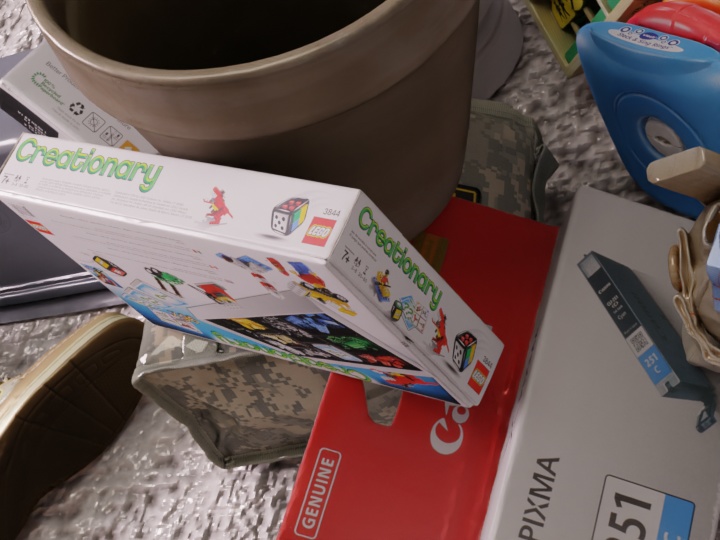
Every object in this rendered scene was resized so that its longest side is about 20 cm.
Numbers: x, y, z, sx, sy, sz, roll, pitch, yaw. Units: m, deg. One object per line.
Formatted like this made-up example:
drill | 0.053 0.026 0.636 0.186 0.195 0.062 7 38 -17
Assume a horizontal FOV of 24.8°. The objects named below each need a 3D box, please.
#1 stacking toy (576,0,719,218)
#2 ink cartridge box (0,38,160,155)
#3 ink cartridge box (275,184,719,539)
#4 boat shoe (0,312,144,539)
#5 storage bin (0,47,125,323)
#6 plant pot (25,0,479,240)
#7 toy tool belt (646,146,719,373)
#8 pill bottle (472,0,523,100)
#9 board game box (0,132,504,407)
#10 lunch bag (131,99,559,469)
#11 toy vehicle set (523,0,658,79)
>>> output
stacking toy | 0.213 -0.125 0.808 0.200 0.110 0.116 -42 38 -17
ink cartridge box | -0.108 -0.136 0.953 0.095 0.037 0.200 38 65 7
ink cartridge box | 0.075 0.053 0.719 0.175 0.045 0.201 17 60 1
boat shoe | -0.201 0.095 0.933 0.200 0.074 0.066 -47 48 -7
storage bin | -0.209 -0.068 1.031 0.199 0.134 0.146 -8 52 30
plant pot | -0.027 -0.100 0.728 0.199 0.174 0.201 -8 52 10
toy tool belt | 0.220 -0.008 0.646 0.199 0.123 0.125 2 59 22
pill bottle | 0.008 -0.181 0.916 0.113 0.200 0.114 -20 46 22
board game box | -0.051 -0.002 0.702 0.199 0.126 0.035 12 68 38
lunch bag | 0.000 0.000 0.836 0.199 0.118 0.165 -10 53 23
toy vehicle set | 0.118 -0.193 0.814 0.026 0.200 0.125 -25 79 -20
